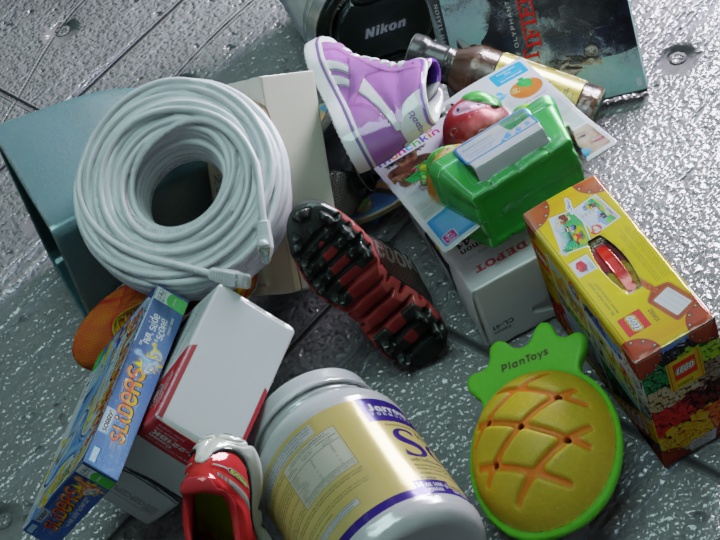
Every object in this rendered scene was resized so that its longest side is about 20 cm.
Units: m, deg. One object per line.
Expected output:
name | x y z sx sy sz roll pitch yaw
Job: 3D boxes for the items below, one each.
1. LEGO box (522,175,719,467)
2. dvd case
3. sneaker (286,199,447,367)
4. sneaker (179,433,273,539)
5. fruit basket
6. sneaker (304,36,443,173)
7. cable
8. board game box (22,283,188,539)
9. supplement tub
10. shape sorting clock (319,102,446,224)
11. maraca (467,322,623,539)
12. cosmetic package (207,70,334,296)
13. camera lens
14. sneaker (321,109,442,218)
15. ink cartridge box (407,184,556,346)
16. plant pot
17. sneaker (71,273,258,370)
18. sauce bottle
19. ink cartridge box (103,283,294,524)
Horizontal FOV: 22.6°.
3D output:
LEGO box | 0.229 0.042 1.532 0.077 0.149 0.200 -28 45 -4
dvd case | 0.178 -0.230 1.815 0.198 0.147 0.022 -11 6 14
sneaker | 0.000 0.000 1.648 0.071 0.200 0.098 -38 29 13
sneaker | -0.116 0.232 1.471 0.076 0.202 0.085 -1 27 18
fruit basket | 0.111 -0.116 1.644 0.184 0.094 0.200 -30 42 -4
sneaker | 0.019 -0.175 1.706 0.114 0.073 0.201 -30 42 4
cable | -0.157 -0.072 1.616 0.198 0.069 0.202 3 72 15
board game box | -0.217 0.123 1.549 0.135 0.034 0.201 -46 19 44
supplement tub | 0.000 0.190 1.498 0.145 0.146 0.200 -32 46 -7
shape sorting clock | -0.004 -0.121 1.852 0.198 0.039 0.201 -12 47 13
maraca | 0.150 0.134 1.508 0.136 0.107 0.201 -21 51 16
cosmetic package | -0.085 -0.080 1.704 0.073 0.202 0.103 -13 4 -43
camera lens | -0.008 -0.313 1.939 0.159 0.161 0.201 -27 46 -2
sneaker | 0.014 -0.118 1.765 0.113 0.076 0.201 0 51 31
ink cartridge box | 0.136 -0.048 1.697 0.147 0.086 0.201 -28 44 -3
plant pot | -0.221 -0.068 1.796 0.199 0.197 0.197 -29 45 -11
sneaker | -0.190 0.034 1.675 0.199 0.077 0.073 -29 88 16
sauce bottle | 0.141 -0.184 1.787 0.198 0.065 0.065 22 59 12
ink cartridge box | -0.156 0.122 1.590 0.200 0.083 0.145 -41 21 54
